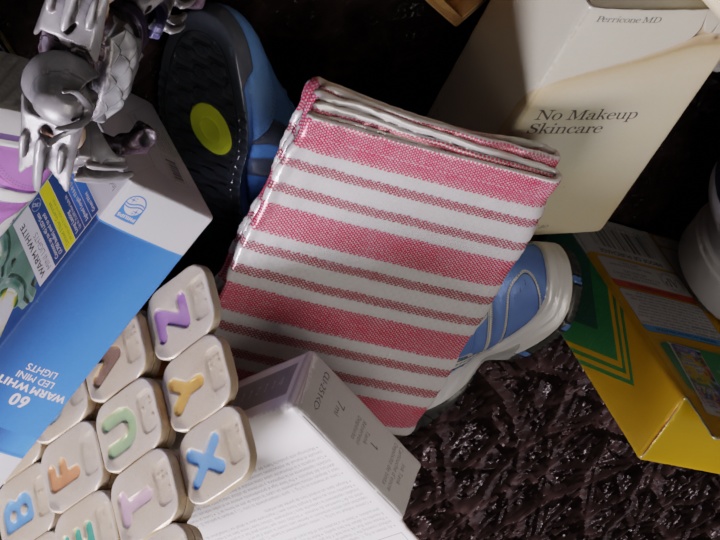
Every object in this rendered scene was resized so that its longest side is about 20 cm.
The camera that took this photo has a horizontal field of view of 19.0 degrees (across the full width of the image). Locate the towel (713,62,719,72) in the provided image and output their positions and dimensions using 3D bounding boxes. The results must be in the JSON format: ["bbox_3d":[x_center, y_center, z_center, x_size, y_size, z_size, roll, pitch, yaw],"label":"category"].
[{"bbox_3d":[0.216,-0.174,1.204,0.198,0.030,0.147,-2,128,-26],"label":"towel"}]

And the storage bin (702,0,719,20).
[{"bbox_3d":[0.264,-0.167,1.073,0.200,0.199,0.093,42,140,-21],"label":"storage bin"}]

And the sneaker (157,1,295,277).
[{"bbox_3d":[-0.053,-0.064,1.141,0.078,0.066,0.201,-38,135,-32],"label":"sneaker"}]

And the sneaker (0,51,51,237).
[{"bbox_3d":[-0.232,-0.053,0.974,0.199,0.073,0.115,15,122,-37],"label":"sneaker"}]

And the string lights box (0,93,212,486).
[{"bbox_3d":[-0.169,0.008,1.102,0.059,0.103,0.200,24,113,-40],"label":"string lights box"}]

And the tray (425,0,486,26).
[{"bbox_3d":[0.052,-0.180,1.037,0.098,0.037,0.200,-41,168,8],"label":"tray"}]

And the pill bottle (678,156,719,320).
[{"bbox_3d":[0.272,-0.056,1.240,0.115,0.116,0.201,2,140,-29],"label":"pill bottle"}]

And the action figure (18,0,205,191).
[{"bbox_3d":[-0.103,-0.112,0.966,0.069,0.200,0.131,28,123,-4],"label":"action figure"}]

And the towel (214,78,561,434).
[{"bbox_3d":[0.000,0.000,1.118,0.145,0.030,0.201,14,125,-22],"label":"towel"}]

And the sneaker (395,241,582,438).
[{"bbox_3d":[0.033,0.034,1.231,0.077,0.076,0.200,19,136,-38],"label":"sneaker"}]

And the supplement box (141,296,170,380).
[{"bbox_3d":[-0.082,0.104,1.250,0.125,0.074,0.201,-11,132,-18],"label":"supplement box"}]

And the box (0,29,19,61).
[{"bbox_3d":[-0.259,-0.104,0.998,0.158,0.046,0.200,-33,135,0],"label":"box"}]

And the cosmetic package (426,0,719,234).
[{"bbox_3d":[0.114,-0.103,1.136,0.103,0.074,0.200,-4,149,-23],"label":"cosmetic package"}]

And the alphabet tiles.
[{"bbox_3d":[-0.132,0.091,1.114,0.015,0.202,0.195,11,144,-45],"label":"alphabet tiles"}]

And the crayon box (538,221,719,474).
[{"bbox_3d":[0.191,0.055,1.263,0.125,0.201,0.052,13,122,-35],"label":"crayon box"}]

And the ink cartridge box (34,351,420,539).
[{"bbox_3d":[-0.048,0.144,1.152,0.199,0.045,0.176,-23,120,36],"label":"ink cartridge box"}]
